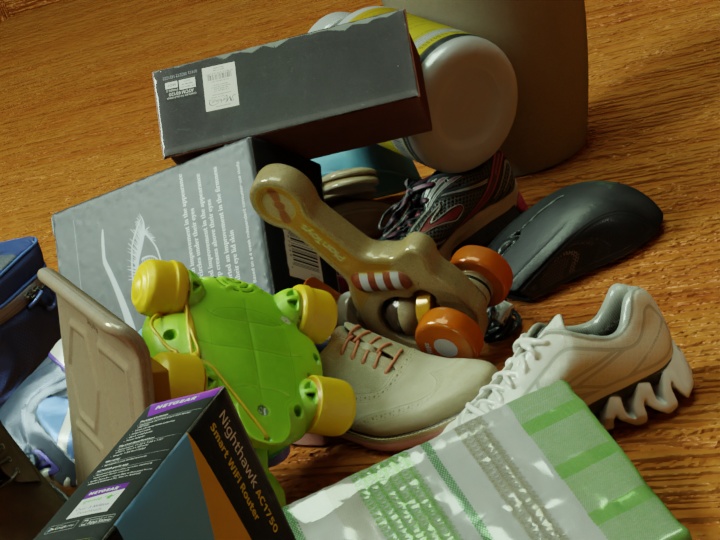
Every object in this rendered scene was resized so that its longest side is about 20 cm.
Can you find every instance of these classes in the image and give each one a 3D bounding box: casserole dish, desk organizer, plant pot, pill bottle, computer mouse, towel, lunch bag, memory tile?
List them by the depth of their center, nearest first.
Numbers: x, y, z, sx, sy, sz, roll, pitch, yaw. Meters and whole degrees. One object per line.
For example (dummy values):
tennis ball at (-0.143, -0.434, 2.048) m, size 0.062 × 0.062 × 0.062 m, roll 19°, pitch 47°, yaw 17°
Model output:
towel at (0.061, 0.148, 0.873) m, size 0.198 × 0.031 × 0.150 m, roll -23°, pitch 40°, yaw -9°
desk organizer at (-0.049, -0.127, 1.216) m, size 0.198 × 0.073 × 0.077 m, roll -13°, pitch -18°, yaw 9°
computer mouse at (0.141, -0.021, 1.222) m, size 0.199 × 0.053 × 0.138 m, roll -28°, pitch 20°, yaw -16°
pill bottle at (0.033, -0.160, 1.349) m, size 0.111 × 0.113 × 0.199 m, roll -30°, pitch 33°, yaw -22°
memory tile at (-0.083, -0.058, 1.384) m, size 0.198 × 0.017 × 0.153 m, roll -11°, pitch -5°, yaw -2°
lunch bag at (-0.360, 0.046, 1.455) m, size 0.198 × 0.133 × 0.136 m, roll -12°, pitch 22°, yaw 27°
casserole dish at (-0.016, -0.090, 1.462) m, size 0.120 × 0.039 × 0.200 m, roll -11°, pitch -6°, yaw 17°
plant pot at (0.135, -0.197, 1.462) m, size 0.185 × 0.202 × 0.188 m, roll -20°, pitch 19°, yaw 7°

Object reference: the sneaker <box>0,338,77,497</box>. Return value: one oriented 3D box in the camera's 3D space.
sneaker at (-0.192, 0.151, 1.127) m, size 0.199 × 0.080 × 0.147 m, roll 36°, pitch 90°, yaw 37°

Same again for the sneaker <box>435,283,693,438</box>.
sneaker at (0.105, 0.077, 0.974) m, size 0.199 × 0.082 × 0.075 m, roll -28°, pitch 22°, yaw -13°

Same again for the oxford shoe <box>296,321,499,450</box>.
oxford shoe at (0.008, 0.074, 1.085) m, size 0.198 × 0.074 × 0.071 m, roll -8°, pitch 24°, yaw 34°

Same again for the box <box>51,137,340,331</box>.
box at (-0.126, 0.005, 1.228) m, size 0.198 × 0.150 × 0.104 m, roll -17°, pitch -17°, yaw 27°

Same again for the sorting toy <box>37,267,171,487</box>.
sorting toy at (-0.146, 0.106, 0.983) m, size 0.036 × 0.202 × 0.185 m, roll -14°, pitch 16°, yaw -22°

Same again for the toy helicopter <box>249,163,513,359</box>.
toy helicopter at (0.000, 0.000, 1.123) m, size 0.132 × 0.200 × 0.079 m, roll -35°, pitch 20°, yaw 50°

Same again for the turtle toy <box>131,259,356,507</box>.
turtle toy at (-0.085, 0.087, 1.032) m, size 0.101 × 0.144 × 0.201 m, roll -53°, pitch 36°, yaw 40°

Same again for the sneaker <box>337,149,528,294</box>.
sneaker at (0.050, -0.037, 1.329) m, size 0.199 × 0.075 × 0.080 m, roll -35°, pitch 24°, yaw -31°

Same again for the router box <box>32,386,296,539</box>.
router box at (-0.069, 0.177, 0.714) m, size 0.051 × 0.202 × 0.149 m, roll -13°, pitch 21°, yaw 27°

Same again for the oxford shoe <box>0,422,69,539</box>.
oxford shoe at (-0.238, 0.140, 1.023) m, size 0.072 × 0.200 × 0.085 m, roll -39°, pitch -14°, yaw -11°

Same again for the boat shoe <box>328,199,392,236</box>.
boat shoe at (-0.043, -0.018, 1.395) m, size 0.072 × 0.066 × 0.199 m, roll -16°, pitch 0°, yaw 42°
